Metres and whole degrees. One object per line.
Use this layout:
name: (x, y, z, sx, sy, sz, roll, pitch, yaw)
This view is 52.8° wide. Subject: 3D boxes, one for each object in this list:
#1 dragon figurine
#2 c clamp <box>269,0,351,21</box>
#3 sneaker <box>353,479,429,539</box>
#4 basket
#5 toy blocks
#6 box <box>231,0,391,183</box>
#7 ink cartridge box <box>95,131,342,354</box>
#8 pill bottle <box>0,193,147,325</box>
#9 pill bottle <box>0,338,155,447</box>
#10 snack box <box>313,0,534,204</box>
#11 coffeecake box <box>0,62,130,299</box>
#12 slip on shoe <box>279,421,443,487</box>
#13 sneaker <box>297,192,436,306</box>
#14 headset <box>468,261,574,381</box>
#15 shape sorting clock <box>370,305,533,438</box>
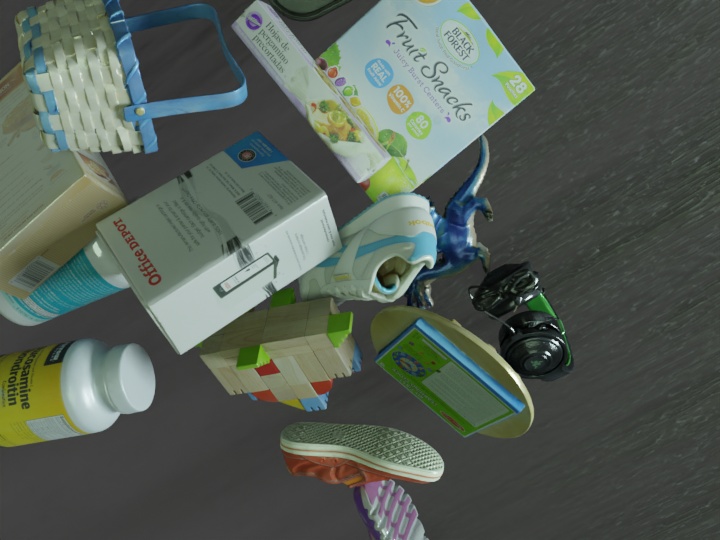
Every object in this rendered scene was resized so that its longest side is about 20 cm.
dragon figurine: (0.092, -0.048, 0.787, 0.099, 0.059, 0.202, 3, 104, 7)
c clamp: (-0.030, -0.365, 0.747, 0.199, 0.027, 0.171, -30, 103, 12)
sneaker: (0.043, 0.347, 0.886, 0.088, 0.080, 0.201, -31, 95, 32)
basket: (-0.226, -0.204, 0.718, 0.199, 0.177, 0.140, -16, 138, -11)
toy blocks: (-0.079, 0.105, 0.818, 0.199, 0.100, 0.137, -12, 133, 17)
box: (-0.047, -0.176, 0.719, 0.039, 0.041, 0.200, -39, 90, 15)
ink cartridge box: (-0.143, -0.034, 0.735, 0.199, 0.146, 0.085, -34, 140, -14)
pill bottle: (-0.318, -0.018, 0.825, 0.199, 0.111, 0.111, -20, 100, 13)
pill bottle: (-0.356, 0.143, 0.869, 0.198, 0.112, 0.113, -12, 102, 10)
snack box: (0.050, -0.188, 0.754, 0.200, 0.068, 0.169, -39, 94, 14)
coffeecake box: (-0.358, -0.098, 0.767, 0.153, 0.073, 0.200, -40, 61, 4)
slip on shoe: (0.001, 0.226, 0.863, 0.198, 0.074, 0.062, 4, 111, 13)
sneaker: (0.000, 0.000, 0.769, 0.076, 0.081, 0.200, 13, 144, -36)
headset: (0.172, 0.041, 0.728, 0.094, 0.199, 0.124, -32, 62, 26)
shape sorting clock: (0.096, 0.110, 0.779, 0.199, 0.039, 0.201, 27, 146, 20)
